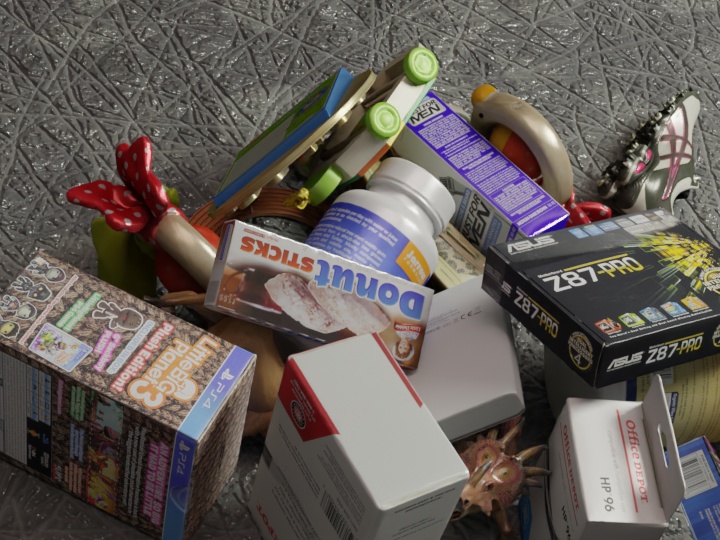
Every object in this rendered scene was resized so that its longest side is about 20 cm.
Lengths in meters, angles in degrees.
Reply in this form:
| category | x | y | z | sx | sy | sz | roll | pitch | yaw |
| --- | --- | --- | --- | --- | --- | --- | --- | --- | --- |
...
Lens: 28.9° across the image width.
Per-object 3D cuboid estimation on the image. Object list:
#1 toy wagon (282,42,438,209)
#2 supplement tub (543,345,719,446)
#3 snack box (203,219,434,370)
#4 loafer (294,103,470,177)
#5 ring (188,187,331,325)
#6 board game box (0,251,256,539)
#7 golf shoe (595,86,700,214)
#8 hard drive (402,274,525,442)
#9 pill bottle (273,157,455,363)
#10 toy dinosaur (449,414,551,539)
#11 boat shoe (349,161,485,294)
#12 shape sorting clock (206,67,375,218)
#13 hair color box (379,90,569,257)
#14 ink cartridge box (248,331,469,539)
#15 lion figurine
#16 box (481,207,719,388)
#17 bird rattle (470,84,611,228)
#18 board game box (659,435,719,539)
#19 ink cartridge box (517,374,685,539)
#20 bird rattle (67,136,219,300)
| category | x | y | z | sx | sy | sz | roll | pitch | yaw |
| --- | --- | --- | --- | --- | --- | --- | --- | --- | --- |
| toy wagon | -0.003 | -0.126 | 1.302 | 0.040 | 0.155 | 0.201 | 39 | 65 | -14 |
| supplement tub | 0.279 | 0.085 | 1.257 | 0.198 | 0.145 | 0.145 | -3 | 50 | -15 |
| snack box | -0.031 | 0.023 | 1.151 | 0.199 | 0.024 | 0.072 | 19 | 77 | -30 |
| loafer | 0.016 | -0.150 | 1.456 | 0.199 | 0.072 | 0.063 | -13 | 46 | -19 |
| ring | -0.079 | -0.010 | 1.342 | 0.199 | 0.019 | 0.201 | 7 | 48 | -7 |
| board game box | -0.199 | 0.105 | 1.119 | 0.199 | 0.160 | 0.097 | 25 | 48 | 9 |
| golf shoe | 0.327 | -0.119 | 1.508 | 0.088 | 0.077 | 0.200 | 42 | 53 | -3 |
| hard drive | 0.070 | 0.080 | 1.207 | 0.131 | 0.026 | 0.200 | -23 | 26 | 13 |
| pill bottle | 0.000 | 0.000 | 1.250 | 0.112 | 0.112 | 0.200 | 31 | 70 | 14 |
| toy dinosaur | 0.108 | 0.144 | 1.171 | 0.085 | 0.136 | 0.201 | 9 | 47 | -5 |
| boat shoe | 0.058 | -0.039 | 1.359 | 0.062 | 0.073 | 0.200 | -31 | 71 | -17 |
| shape sorting clock | -0.062 | -0.114 | 1.281 | 0.039 | 0.200 | 0.200 | 47 | 48 | -15 |
| hair color box | 0.104 | -0.070 | 1.375 | 0.065 | 0.110 | 0.200 | -28 | 60 | -30 |
| ink cartridge box | -0.009 | 0.170 | 1.080 | 0.083 | 0.201 | 0.145 | -15 | 54 | -29 |
| lion figurine | -0.088 | 0.081 | 1.170 | 0.122 | 0.201 | 0.073 | -14 | 39 | 20 |
| box | 0.227 | 0.019 | 1.171 | 0.199 | 0.049 | 0.161 | -12 | 35 | -28 |
| bird rattle | 0.160 | -0.097 | 1.389 | 0.112 | 0.164 | 0.200 | -30 | 51 | -12 |
| board game box | 0.308 | 0.258 | 1.085 | 0.043 | 0.199 | 0.201 | -25 | 51 | 11 |
| ink cartridge box | 0.186 | 0.182 | 1.112 | 0.067 | 0.201 | 0.117 | 4 | 48 | -9 |
| bird rattle | -0.160 | -0.030 | 1.214 | 0.163 | 0.200 | 0.113 | 40 | 70 | 2 |
